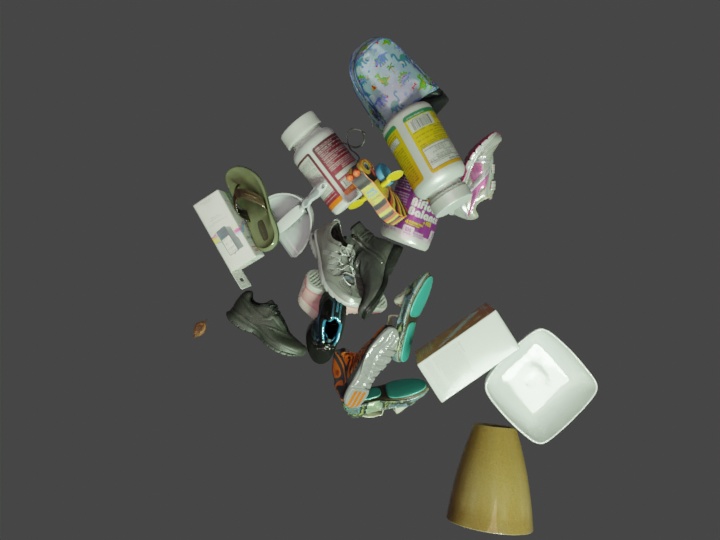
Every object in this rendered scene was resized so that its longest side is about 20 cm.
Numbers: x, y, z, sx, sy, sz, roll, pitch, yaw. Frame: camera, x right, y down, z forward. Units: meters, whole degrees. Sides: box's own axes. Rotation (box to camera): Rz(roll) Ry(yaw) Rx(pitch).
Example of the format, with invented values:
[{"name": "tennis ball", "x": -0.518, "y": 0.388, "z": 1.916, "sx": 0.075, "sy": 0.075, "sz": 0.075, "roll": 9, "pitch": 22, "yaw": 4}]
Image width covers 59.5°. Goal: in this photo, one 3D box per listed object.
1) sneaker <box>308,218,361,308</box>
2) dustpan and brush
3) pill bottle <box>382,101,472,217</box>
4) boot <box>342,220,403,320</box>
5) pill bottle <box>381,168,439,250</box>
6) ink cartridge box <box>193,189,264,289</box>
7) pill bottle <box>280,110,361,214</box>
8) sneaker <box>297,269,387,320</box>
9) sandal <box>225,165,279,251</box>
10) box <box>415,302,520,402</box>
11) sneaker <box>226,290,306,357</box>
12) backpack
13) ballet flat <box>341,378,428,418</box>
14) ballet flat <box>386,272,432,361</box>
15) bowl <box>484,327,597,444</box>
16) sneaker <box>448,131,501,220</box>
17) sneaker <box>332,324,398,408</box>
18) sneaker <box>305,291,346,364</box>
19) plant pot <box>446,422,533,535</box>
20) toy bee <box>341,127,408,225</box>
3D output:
[{"name": "sneaker", "x": -0.044, "y": -0.018, "z": 1.280, "sx": 0.082, "sy": 0.074, "sz": 0.203, "roll": -40, "pitch": 61, "yaw": 26}, {"name": "dustpan and brush", "x": -0.130, "y": -0.129, "z": 1.339, "sx": 0.199, "sy": 0.057, "sz": 0.141, "roll": -38, "pitch": 90, "yaw": 25}, {"name": "pill bottle", "x": 0.134, "y": -0.212, "z": 1.222, "sx": 0.111, "sy": 0.113, "sz": 0.203, "roll": -29, "pitch": 82, "yaw": 4}, {"name": "boot", "x": 0.000, "y": 0.000, "z": 1.345, "sx": 0.129, "sy": 0.070, "sz": 0.202, "roll": 26, "pitch": 55, "yaw": 0}, {"name": "pill bottle", "x": 0.124, "y": -0.154, "z": 1.333, "sx": 0.110, "sy": 0.112, "sz": 0.205, "roll": 18, "pitch": 95, "yaw": 1}, {"name": "ink cartridge box", "x": -0.270, "y": -0.066, "z": 1.354, "sx": 0.066, "sy": 0.117, "sz": 0.203, "roll": -29, "pitch": 93, "yaw": 2}, {"name": "pill bottle", "x": -0.074, "y": -0.229, "z": 1.337, "sx": 0.109, "sy": 0.110, "sz": 0.201, "roll": -38, "pitch": 92, "yaw": 5}, {"name": "sneaker", "x": -0.046, "y": 0.067, "z": 1.384, "sx": 0.196, "sy": 0.077, "sz": 0.105, "roll": 16, "pitch": 133, "yaw": -20}, {"name": "sandal", "x": -0.232, "y": -0.137, "z": 1.338, "sx": 0.079, "sy": 0.057, "sz": 0.204, "roll": -33, "pitch": 75, "yaw": 22}, {"name": "box", "x": 0.224, "y": 0.172, "z": 1.347, "sx": 0.198, "sy": 0.124, "sz": 0.099, "roll": -35, "pitch": 92, "yaw": 4}, {"name": "sneaker", "x": -0.197, "y": 0.119, "z": 1.390, "sx": 0.198, "sy": 0.076, "sz": 0.092, "roll": 33, "pitch": 88, "yaw": -3}, {"name": "backpack", "x": 0.063, "y": -0.388, "z": 1.315, "sx": 0.162, "sy": 0.153, "sz": 0.202, "roll": -37, "pitch": 80, "yaw": 11}, {"name": "ballet flat", "x": 0.057, "y": 0.289, "z": 1.401, "sx": 0.195, "sy": 0.074, "sz": 0.076, "roll": -8, "pitch": 94, "yaw": 5}, {"name": "ballet flat", "x": 0.095, "y": 0.095, "z": 1.373, "sx": 0.073, "sy": 0.074, "sz": 0.205, "roll": 19, "pitch": 92, "yaw": 1}, {"name": "bowl", "x": 0.383, "y": 0.244, "z": 1.371, "sx": 0.200, "sy": 0.075, "sz": 0.200, "roll": 45, "pitch": 95, "yaw": -2}, {"name": "sneaker", "x": 0.253, "y": -0.197, "z": 1.346, "sx": 0.087, "sy": 0.081, "sz": 0.203, "roll": 28, "pitch": 103, "yaw": -2}, {"name": "sneaker", "x": -0.003, "y": 0.183, "z": 1.356, "sx": 0.077, "sy": 0.112, "sz": 0.202, "roll": 24, "pitch": 103, "yaw": -42}, {"name": "sneaker", "x": -0.077, "y": 0.137, "z": 1.336, "sx": 0.071, "sy": 0.083, "sz": 0.203, "roll": 8, "pitch": 130, "yaw": -8}, {"name": "plant pot", "x": 0.282, "y": 0.437, "z": 1.351, "sx": 0.181, "sy": 0.186, "sz": 0.206, "roll": 5, "pitch": 82, "yaw": 2}, {"name": "toy bee", "x": 0.011, "y": -0.171, "z": 1.241, "sx": 0.199, "sy": 0.109, "sz": 0.132, "roll": 38, "pitch": 119, "yaw": 8}]
